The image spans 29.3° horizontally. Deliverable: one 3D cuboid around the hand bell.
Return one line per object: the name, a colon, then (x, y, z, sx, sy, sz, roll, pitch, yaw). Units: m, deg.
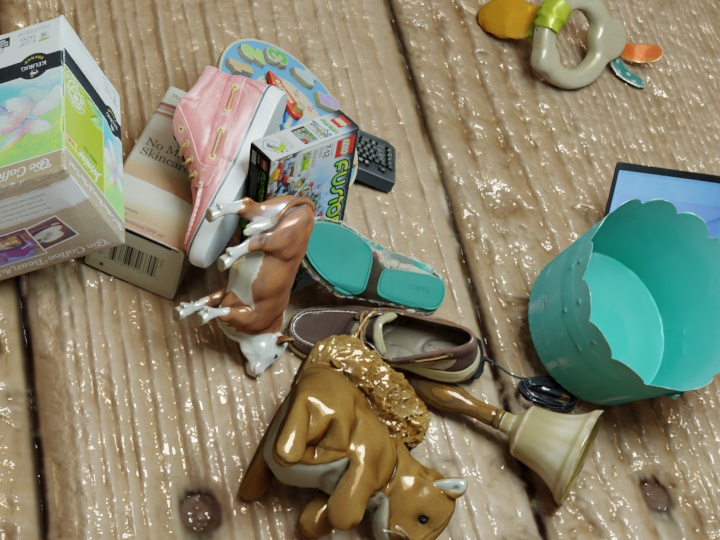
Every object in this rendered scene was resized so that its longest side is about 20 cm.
hand bell: (0.132, 0.148, 1.388, 0.200, 0.104, 0.104, 24, 49, 16)

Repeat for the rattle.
rattle: (0.273, -0.294, 1.788, 0.200, 0.143, 0.130, -2, 87, -39)

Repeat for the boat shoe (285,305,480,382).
boat shoe: (0.021, 0.064, 1.376, 0.200, 0.072, 0.072, 11, 66, 11)

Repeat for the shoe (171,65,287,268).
shoe: (-0.151, -0.105, 1.355, 0.091, 0.071, 0.200, 21, 75, 6)

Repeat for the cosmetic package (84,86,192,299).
cosmetic package: (-0.198, -0.083, 1.429, 0.103, 0.087, 0.200, 22, 50, -3)

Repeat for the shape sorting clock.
shape sorting clock: (-0.075, -0.166, 1.479, 0.200, 0.039, 0.200, 28, 43, -30)

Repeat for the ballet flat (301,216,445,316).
ballet flat: (0.000, 0.000, 1.418, 0.200, 0.064, 0.076, 27, 81, -32)

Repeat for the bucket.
bucket: (0.284, 0.041, 1.431, 0.207, 0.135, 0.207, 8, 70, -22)

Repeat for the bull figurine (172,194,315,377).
bull figurine: (-0.106, 0.014, 1.324, 0.121, 0.200, 0.065, -6, 34, -40)

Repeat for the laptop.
laptop: (0.366, -0.005, 1.555, 0.177, 0.103, 0.200, 6, 53, -14)

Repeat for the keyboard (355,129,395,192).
keyboard: (-0.050, -0.137, 1.537, 0.200, 0.021, 0.127, 21, 47, -18)

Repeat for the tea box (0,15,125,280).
tea box: (-0.344, -0.107, 1.318, 0.200, 0.134, 0.197, -17, 56, 9)

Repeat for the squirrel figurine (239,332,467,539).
squirrel figurine: (0.012, 0.164, 1.288, 0.187, 0.142, 0.200, 27, 53, -6)

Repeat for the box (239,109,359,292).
box: (-0.066, -0.059, 1.382, 0.110, 0.200, 0.035, -24, 53, -32)

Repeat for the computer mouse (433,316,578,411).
computer mouse: (0.136, 0.105, 1.445, 0.200, 0.034, 0.059, 26, 38, -6)
